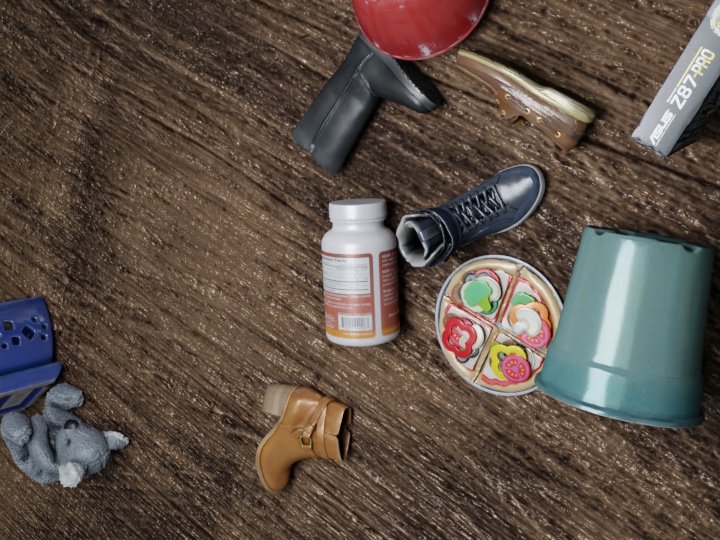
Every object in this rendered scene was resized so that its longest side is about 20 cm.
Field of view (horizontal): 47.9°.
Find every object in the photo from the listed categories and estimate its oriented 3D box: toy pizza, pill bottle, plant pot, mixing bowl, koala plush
[{"bbox_3d":[0.189,0.079,1.127,0.198,0.032,0.203,8,105,31],"label":"toy pizza"},{"bbox_3d":[0.000,0.000,1.184,0.111,0.112,0.203,5,103,31],"label":"pill bottle"},{"bbox_3d":[0.320,0.056,0.953,0.198,0.199,0.199,14,100,29],"label":"plant pot"},{"bbox_3d":[0.060,-0.383,1.030,0.198,0.108,0.203,-3,83,24],"label":"mixing bowl"},{"bbox_3d":[-0.733,0.189,1.634,0.200,0.199,0.181,-38,74,34],"label":"plant pot"},{"bbox_3d":[-0.568,0.348,1.602,0.198,0.177,0.186,6,115,31],"label":"koala plush"}]

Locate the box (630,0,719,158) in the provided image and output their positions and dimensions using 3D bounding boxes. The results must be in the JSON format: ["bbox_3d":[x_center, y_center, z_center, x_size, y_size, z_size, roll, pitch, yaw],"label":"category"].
[{"bbox_3d":[0.364,-0.205,0.851,0.049,0.199,0.162,38,119,18],"label":"box"}]

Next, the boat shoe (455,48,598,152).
[{"bbox_3d":[0.199,-0.219,1.030,0.199,0.072,0.068,34,115,19],"label":"boat shoe"}]

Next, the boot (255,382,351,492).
[{"bbox_3d":[-0.090,0.291,1.332,0.153,0.074,0.203,11,109,26],"label":"boot"}]

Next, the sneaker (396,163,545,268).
[{"bbox_3d":[0.138,-0.069,1.061,0.201,0.146,0.078,-32,82,32],"label":"sneaker"}]

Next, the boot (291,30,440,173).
[{"bbox_3d":[0.004,-0.217,1.158,0.200,0.065,0.165,-50,65,27],"label":"boot"}]
